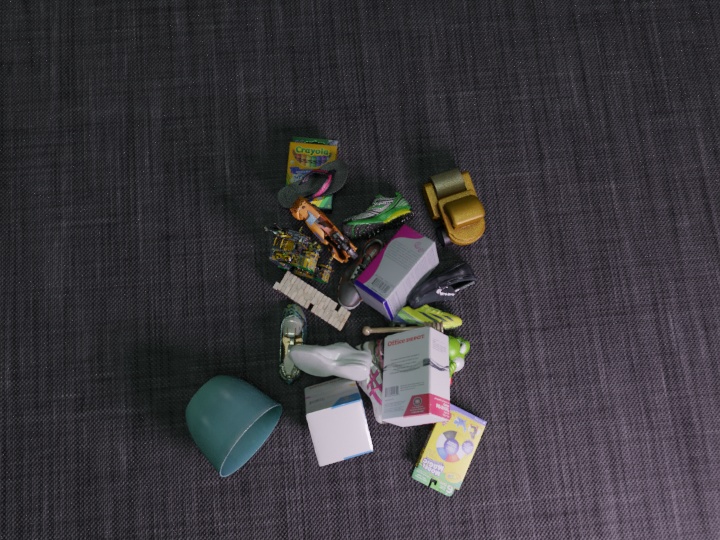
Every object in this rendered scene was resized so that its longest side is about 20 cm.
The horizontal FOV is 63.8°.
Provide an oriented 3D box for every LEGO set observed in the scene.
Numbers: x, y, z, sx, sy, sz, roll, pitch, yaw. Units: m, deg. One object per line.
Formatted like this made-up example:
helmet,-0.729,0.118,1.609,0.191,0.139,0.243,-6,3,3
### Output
LEGO set,-0.137,-0.054,1.414,0.152,0.200,0.117,13,80,21

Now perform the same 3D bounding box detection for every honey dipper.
honey dipper,0.101,0.142,1.403,0.197,0.038,0.039,-2,80,9

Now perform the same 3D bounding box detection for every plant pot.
plant pot,-0.305,0.341,1.340,0.160,0.201,0.201,37,81,17

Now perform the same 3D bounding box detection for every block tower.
block tower,-0.120,0.074,1.445,0.198,0.054,0.058,31,81,-1

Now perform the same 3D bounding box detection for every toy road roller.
toy road roller,0.244,-0.164,1.453,0.121,0.146,0.203,-18,82,-5

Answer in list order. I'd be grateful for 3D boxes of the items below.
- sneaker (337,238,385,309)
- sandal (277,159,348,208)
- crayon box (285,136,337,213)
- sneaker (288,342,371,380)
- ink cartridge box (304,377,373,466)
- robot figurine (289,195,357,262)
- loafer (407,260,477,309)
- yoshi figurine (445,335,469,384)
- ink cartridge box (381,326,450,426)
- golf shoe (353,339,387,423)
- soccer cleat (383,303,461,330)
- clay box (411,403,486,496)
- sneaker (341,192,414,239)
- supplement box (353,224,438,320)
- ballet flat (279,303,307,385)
sneaker,0.000,0.000,1.452,0.076,0.082,0.202,26,81,3
sandal,-0.116,-0.216,1.452,0.198,0.045,0.076,-27,83,-5
crayon box,-0.128,-0.257,1.507,0.124,0.052,0.203,4,80,-1
sneaker,-0.070,0.203,1.388,0.197,0.076,0.089,12,42,3
ink cartridge box,-0.054,0.338,1.349,0.127,0.200,0.127,-14,99,-4
robot figurine,-0.086,-0.096,1.423,0.058,0.145,0.200,-44,108,3
loafer,0.205,0.045,1.436,0.199,0.068,0.071,-28,64,-23
yoshi figurine,0.189,0.238,1.408,0.112,0.112,0.201,33,78,11
ink cartridge box,0.128,0.248,1.347,0.144,0.084,0.203,-19,56,39
golf shoe,0.032,0.274,1.420,0.091,0.073,0.203,-11,73,13
soccer cleat,0.157,0.108,1.448,0.197,0.065,0.085,4,78,0
clay box,0.214,0.434,1.404,0.114,0.048,0.202,25,80,3
sneaker,0.036,-0.140,1.478,0.198,0.078,0.086,-20,70,-24
supplement box,0.092,0.004,1.418,0.101,0.104,0.200,33,74,30
ballet flat,-0.168,0.180,1.427,0.073,0.074,0.203,-2,80,-2
